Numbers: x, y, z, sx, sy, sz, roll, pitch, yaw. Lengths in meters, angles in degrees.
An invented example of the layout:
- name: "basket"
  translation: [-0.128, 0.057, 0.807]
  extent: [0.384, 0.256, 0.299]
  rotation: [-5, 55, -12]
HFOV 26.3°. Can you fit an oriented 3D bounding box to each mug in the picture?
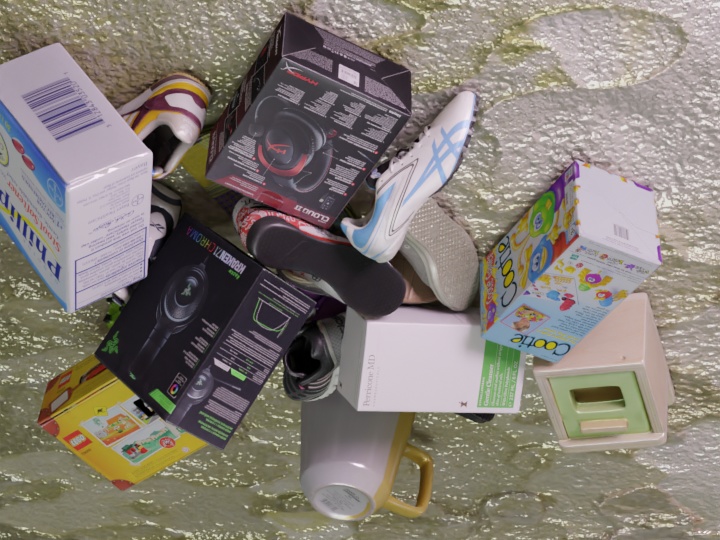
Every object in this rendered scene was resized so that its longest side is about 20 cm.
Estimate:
- name: "mug"
  translation: [0.006, 0.229, 1.926]
  extent: [0.184, 0.154, 0.150]
  rotation: [9, 139, 1]

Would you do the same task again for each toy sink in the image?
- name: "toy sink"
  translation: [0.287, 0.137, 1.790]
  extent: [0.129, 0.113, 0.201]
  rotation: [-6, 137, 19]

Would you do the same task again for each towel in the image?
- name: "towel"
  translation: [-0.105, -0.094, 1.684]
  extent: [0.142, 0.023, 0.200]
  rotation: [-17, 132, 27]

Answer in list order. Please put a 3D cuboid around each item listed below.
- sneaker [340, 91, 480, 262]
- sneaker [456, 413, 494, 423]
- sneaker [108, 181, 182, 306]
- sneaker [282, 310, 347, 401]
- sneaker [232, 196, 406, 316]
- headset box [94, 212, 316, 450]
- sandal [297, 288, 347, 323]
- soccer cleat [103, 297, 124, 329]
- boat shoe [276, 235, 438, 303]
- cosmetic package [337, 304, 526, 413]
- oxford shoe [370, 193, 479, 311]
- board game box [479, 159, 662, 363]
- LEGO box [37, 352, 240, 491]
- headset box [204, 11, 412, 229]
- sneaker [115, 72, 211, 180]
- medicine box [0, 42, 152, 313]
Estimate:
- name: "sneaker"
  translation: [0.052, -0.101, 1.560]
  extent: [0.072, 0.072, 0.201]
  rotation: [33, 104, -9]
- name: "sneaker"
  translation: [0.073, 0.126, 1.860]
  extent: [0.199, 0.075, 0.088]
  rotation: [36, 134, -13]
- name: "sneaker"
  translation: [-0.273, 0.003, 1.748]
  extent: [0.079, 0.131, 0.199]
  rotation: [32, 135, -21]
- name: "sneaker"
  translation: [-0.062, 0.105, 1.826]
  extent: [0.086, 0.075, 0.200]
  rotation: [-10, 162, -29]
- name: "sneaker"
  translation: [-0.046, -0.022, 1.653]
  extent: [0.200, 0.108, 0.068]
  rotation: [23, 103, -30]
- name: "headset box"
  translation: [-0.172, 0.068, 1.642]
  extent: [0.092, 0.201, 0.174]
  rotation: [33, 180, -42]
- name: "sandal"
  translation: [-0.095, 0.047, 1.820]
  extent: [0.200, 0.050, 0.083]
  rotation: [-6, 137, 18]
- name: "soccer cleat"
  translation: [-0.224, 0.037, 1.834]
  extent: [0.081, 0.068, 0.199]
  rotation: [30, 143, -35]
- name: "boat shoe"
  translation: [0.000, 0.000, 1.737]
  extent: [0.197, 0.073, 0.065]
  rotation: [6, 168, -15]
- name: "cosmetic package"
  translation: [0.081, 0.099, 1.743]
  extent: [0.197, 0.085, 0.109]
  rotation: [1, 104, -19]
- name: "oxford shoe"
  translation: [0.073, -0.029, 1.690]
  extent: [0.057, 0.076, 0.200]
  rotation: [11, 152, 42]
- name: "board game box"
  translation: [0.219, -0.007, 1.643]
  extent: [0.104, 0.104, 0.200]
  rotation: [19, 139, -20]
- name: "LEGO box"
  translation: [-0.259, 0.158, 1.833]
  extent: [0.199, 0.078, 0.149]
  rotation: [-29, 124, 25]
- name: "headset box"
  translation: [-0.059, -0.141, 1.558]
  extent: [0.147, 0.076, 0.200]
  rotation: [21, 132, -19]
- name: "sneaker"
  translation: [-0.237, -0.127, 1.623]
  extent: [0.075, 0.091, 0.199]
  rotation: [33, 135, -24]
- name: "medicine box"
  translation: [-0.307, -0.094, 1.597]
  extent: [0.182, 0.102, 0.201]
  rotation: [47, 147, 26]
